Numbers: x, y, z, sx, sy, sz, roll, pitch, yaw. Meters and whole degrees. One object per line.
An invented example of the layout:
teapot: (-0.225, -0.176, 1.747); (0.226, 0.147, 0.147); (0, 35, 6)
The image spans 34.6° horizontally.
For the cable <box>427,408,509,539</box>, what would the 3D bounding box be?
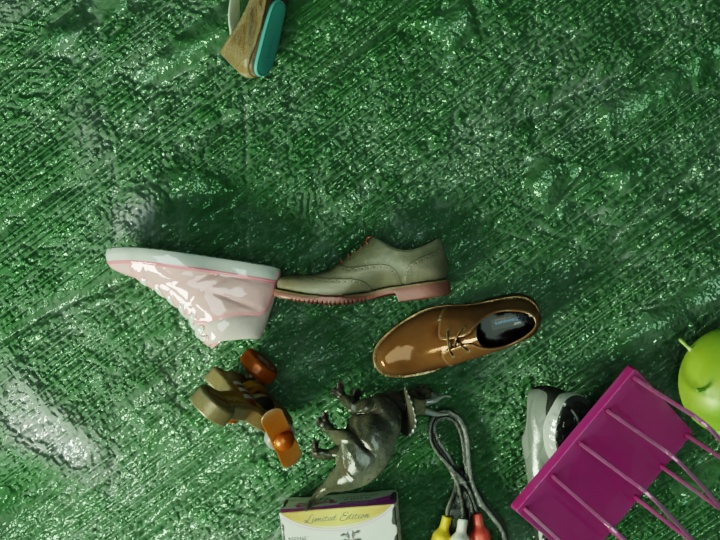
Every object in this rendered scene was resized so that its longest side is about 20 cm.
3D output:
cable: (0.122, 0.260, 1.323); (0.096, 0.050, 0.201); (-1, 96, 6)

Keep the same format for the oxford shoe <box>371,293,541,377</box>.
oxford shoe: (0.106, 0.073, 1.297); (0.199, 0.071, 0.072); (-20, 96, 6)

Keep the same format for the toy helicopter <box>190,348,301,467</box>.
toy helicopter: (-0.124, 0.154, 1.251); (0.132, 0.200, 0.079); (44, 96, 16)

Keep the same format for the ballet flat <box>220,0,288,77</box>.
ballet flat: (-0.104, -0.314, 1.280); (0.072, 0.068, 0.201); (26, 101, 20)

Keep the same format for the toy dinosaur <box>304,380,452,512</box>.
toy dinosaur: (0.002, 0.189, 1.290); (0.102, 0.077, 0.200); (30, 74, 29)

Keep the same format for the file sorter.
file sorter: (0.294, 0.237, 1.234); (0.200, 0.125, 0.139); (-49, 124, -3)

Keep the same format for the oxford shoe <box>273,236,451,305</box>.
oxford shoe: (0.000, 0.000, 1.300); (0.199, 0.070, 0.075); (-4, 92, -7)

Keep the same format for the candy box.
candy box: (-0.015, 0.362, 1.336); (0.136, 0.061, 0.201); (-6, 95, 4)

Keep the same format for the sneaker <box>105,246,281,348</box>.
sneaker: (-0.195, 0.031, 1.305); (0.199, 0.075, 0.105); (10, 91, -2)

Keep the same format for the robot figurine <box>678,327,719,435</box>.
robot figurine: (0.429, 0.132, 1.246); (0.199, 0.176, 0.116); (21, 124, -20)

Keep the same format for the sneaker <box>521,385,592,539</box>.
sneaker: (0.219, 0.221, 1.311); (0.074, 0.079, 0.201); (-12, 112, -31)
